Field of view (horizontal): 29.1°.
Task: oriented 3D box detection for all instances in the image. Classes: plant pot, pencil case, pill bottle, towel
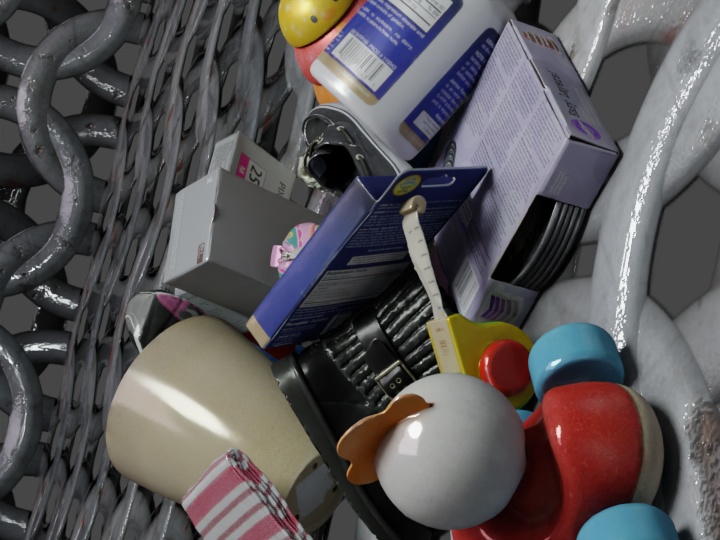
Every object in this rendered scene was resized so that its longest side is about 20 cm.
[{"bbox_3d":[-0.113,0.170,1.351,0.200,0.187,0.188,28,106,34],"label":"plant pot"},{"bbox_3d":[0.000,0.000,1.256,0.200,0.087,0.088,8,83,54],"label":"pencil case"},{"bbox_3d":[0.064,-0.204,1.176,0.200,0.120,0.120,-47,24,5],"label":"pill bottle"},{"bbox_3d":[-0.076,0.257,1.244,0.030,0.200,0.146,-35,-6,-36],"label":"towel"}]

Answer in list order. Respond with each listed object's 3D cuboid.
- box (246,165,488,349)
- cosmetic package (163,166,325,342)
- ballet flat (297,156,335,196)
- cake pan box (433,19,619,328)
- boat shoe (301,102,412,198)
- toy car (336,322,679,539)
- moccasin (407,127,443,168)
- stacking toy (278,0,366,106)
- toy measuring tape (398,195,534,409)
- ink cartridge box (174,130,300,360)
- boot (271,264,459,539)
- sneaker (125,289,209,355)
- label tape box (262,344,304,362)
[{"bbox_3d":[0.006,-0.019,1.092,0.200,0.121,0.032,-50,65,30],"label":"box"},{"bbox_3d":[-0.091,-0.011,1.392,0.090,0.199,0.107,-27,48,47],"label":"cosmetic package"},{"bbox_3d":[-0.015,-0.125,1.477,0.200,0.071,0.072,148,133,-61],"label":"ballet flat"},{"bbox_3d":[0.119,-0.074,1.100,0.200,0.052,0.185,-105,33,-54],"label":"cake pan box"},{"bbox_3d":[-0.016,-0.096,1.254,0.200,0.066,0.070,51,137,47],"label":"boat shoe"},{"bbox_3d":[0.070,0.130,0.871,0.185,0.199,0.177,-97,29,-47],"label":"toy car"},{"bbox_3d":[0.022,-0.107,1.318,0.068,0.080,0.201,28,106,28],"label":"moccasin"},{"bbox_3d":[-0.034,-0.246,1.375,0.146,0.200,0.147,-34,32,25],"label":"stacking toy"},{"bbox_3d":[0.087,0.036,1.029,0.074,0.073,0.201,-17,90,67],"label":"toy measuring tape"},{"bbox_3d":[-0.103,-0.020,1.487,0.043,0.173,0.201,-20,47,40],"label":"ink cartridge box"},{"bbox_3d":[0.043,0.118,1.114,0.157,0.212,0.079,-31,8,3],"label":"boot"},{"bbox_3d":[-0.195,0.076,1.434,0.086,0.200,0.081,27,73,32],"label":"sneaker"},{"bbox_3d":[-0.129,0.181,1.572,0.200,0.063,0.145,135,144,-54],"label":"label tape box"}]
